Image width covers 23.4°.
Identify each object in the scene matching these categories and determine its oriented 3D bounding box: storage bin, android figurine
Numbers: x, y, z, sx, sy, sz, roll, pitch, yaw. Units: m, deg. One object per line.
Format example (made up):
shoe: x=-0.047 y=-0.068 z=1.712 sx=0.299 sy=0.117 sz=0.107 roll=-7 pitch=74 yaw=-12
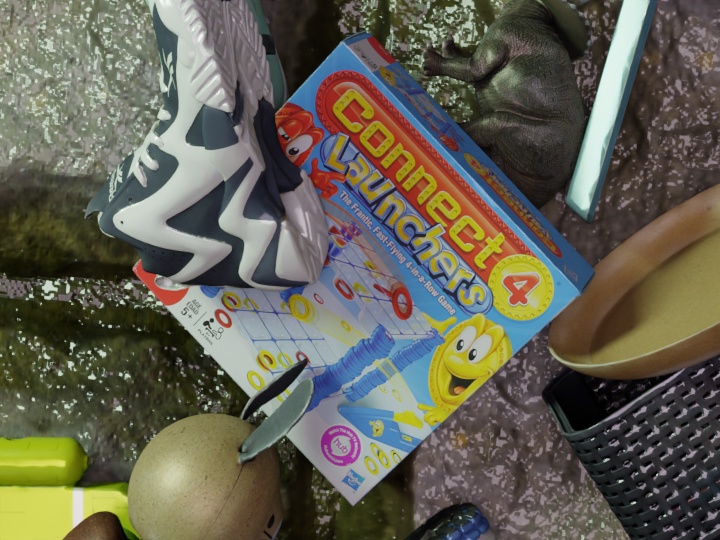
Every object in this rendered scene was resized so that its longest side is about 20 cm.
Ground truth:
storage bin: x=0.216 y=0.065 z=0.993 sx=0.199 sy=0.135 sz=0.094 roll=-34 pitch=98 yaw=4
android figurine: x=-0.199 y=0.195 z=1.079 sx=0.198 sy=0.041 sz=0.184 roll=2 pitch=91 yaw=5

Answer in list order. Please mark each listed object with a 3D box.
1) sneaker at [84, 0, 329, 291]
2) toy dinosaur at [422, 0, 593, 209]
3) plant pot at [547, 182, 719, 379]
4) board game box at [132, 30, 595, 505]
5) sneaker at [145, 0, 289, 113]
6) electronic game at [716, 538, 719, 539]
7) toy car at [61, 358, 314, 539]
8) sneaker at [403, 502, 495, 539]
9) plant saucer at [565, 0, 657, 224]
sneaker: x=-0.108 y=-0.070 z=0.958 sx=0.129 sy=0.080 sz=0.200 roll=-12 pitch=123 yaw=19
toy dinosaur: x=0.094 y=-0.095 z=1.036 sx=0.101 sy=0.077 sz=0.202 roll=0 pitch=87 yaw=17
plant pot: x=0.197 y=0.002 z=0.974 sx=0.199 sy=0.200 sz=0.028 roll=-33 pitch=103 yaw=4
board game box: x=0.000 y=0.000 z=1.026 sx=0.200 sy=0.056 sz=0.196 roll=46 pitch=111 yaw=2
sneaker: x=-0.101 y=-0.179 z=1.026 sx=0.073 sy=0.118 sz=0.202 roll=-25 pitch=88 yaw=5
electronic game: x=0.241 y=0.194 z=0.995 sx=0.199 sy=0.041 sz=0.202 roll=-20 pitch=60 yaw=39
toy car: x=-0.074 y=0.144 z=0.973 sx=0.157 sy=0.164 sz=0.201 roll=30 pitch=91 yaw=-10
sneaker: x=0.015 y=0.234 z=1.049 sx=0.200 sy=0.077 sz=0.085 roll=-39 pitch=94 yaw=5
plant saucer: x=0.157 y=-0.127 z=1.034 sx=0.019 sy=0.070 sz=0.202 roll=16 pitch=92 yaw=10
